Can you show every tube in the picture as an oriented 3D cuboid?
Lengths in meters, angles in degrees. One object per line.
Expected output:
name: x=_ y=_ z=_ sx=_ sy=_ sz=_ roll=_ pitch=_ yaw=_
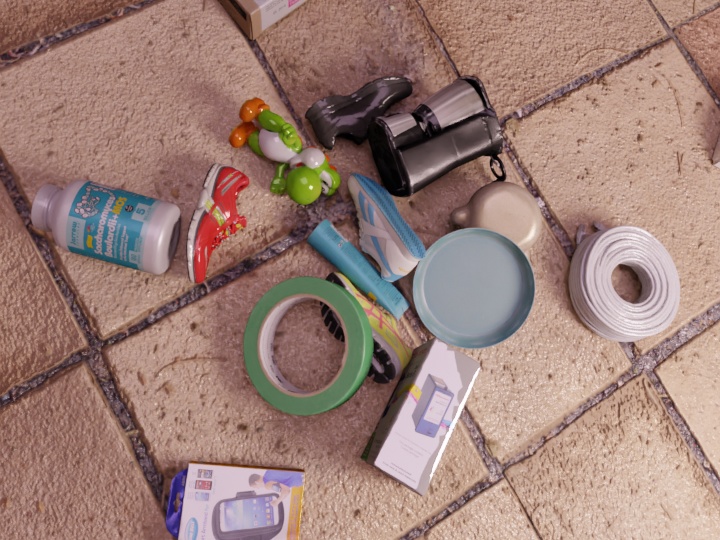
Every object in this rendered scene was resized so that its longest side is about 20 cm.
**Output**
tube: x=0.000 y=0.000 z=0.954 sx=0.199 sy=0.051 sz=0.077 roll=42 pitch=30 yaw=4

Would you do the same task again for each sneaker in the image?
sneaker: x=0.005 y=-0.273 z=1.018 sx=0.197 sy=0.076 sz=0.092 roll=-23 pitch=91 yaw=-7
sneaker: x=0.025 y=-0.077 z=0.963 sx=0.076 sy=0.081 sz=0.202 roll=3 pitch=50 yaw=-50
sneaker: x=0.010 y=0.086 z=0.935 sx=0.090 sy=0.078 sz=0.201 roll=-15 pitch=64 yaw=-49
sneaker: x=-0.225 y=-0.074 z=0.927 sx=0.083 sy=0.077 sz=0.204 roll=16 pitch=76 yaw=-11

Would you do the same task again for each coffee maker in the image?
coffee maker: x=0.133 y=-0.203 z=0.982 sx=0.198 sy=0.135 sz=0.194 roll=-29 pitch=84 yaw=-14

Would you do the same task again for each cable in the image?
cable: x=0.463 y=0.022 z=1.017 sx=0.197 sy=0.069 sz=0.203 roll=21 pitch=75 yaw=-4

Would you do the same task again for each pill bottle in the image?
pill bottle: x=-0.382 y=-0.070 z=0.880 sx=0.196 sy=0.111 sz=0.113 roll=14 pitch=75 yaw=-5

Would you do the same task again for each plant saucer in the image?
plant saucer: x=0.184 y=0.029 z=0.951 sx=0.196 sy=0.027 sz=0.205 roll=2 pitch=105 yaw=8

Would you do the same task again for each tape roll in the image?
tape roll: x=-0.080 y=0.112 z=0.877 sx=0.196 sy=0.048 sz=0.205 roll=-3 pitch=81 yaw=18

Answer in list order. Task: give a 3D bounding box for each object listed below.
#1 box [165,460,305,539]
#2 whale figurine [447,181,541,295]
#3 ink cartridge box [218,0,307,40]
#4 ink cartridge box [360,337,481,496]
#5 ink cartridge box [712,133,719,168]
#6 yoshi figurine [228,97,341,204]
box: x=-0.184 y=0.349 z=0.853 sx=0.196 sy=0.041 sz=0.122 roll=7 pitch=76 yaw=-10
whale figurine: x=0.218 y=-0.054 z=0.994 sx=0.157 sy=0.104 sz=0.202 roll=31 pitch=98 yaw=-2
ink cartridge box: x=-0.171 y=-0.544 z=1.042 sx=0.199 sy=0.075 sz=0.165 roll=-41 pitch=85 yaw=-16
ink cartridge box: x=0.088 y=0.215 z=0.873 sx=0.087 sy=0.145 sz=0.202 roll=30 pitch=75 yaw=0
ink cartridge box: x=0.809 y=-0.235 z=1.124 sx=0.197 sy=0.084 sz=0.147 roll=27 pitch=74 yaw=-2
yoshi figurine: x=-0.126 y=-0.183 z=0.957 sx=0.199 sy=0.112 sz=0.113 roll=37 pitch=90 yaw=-2
